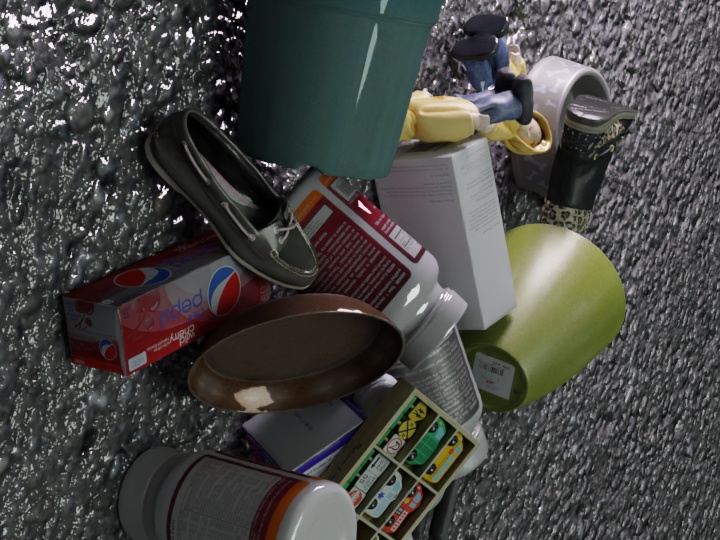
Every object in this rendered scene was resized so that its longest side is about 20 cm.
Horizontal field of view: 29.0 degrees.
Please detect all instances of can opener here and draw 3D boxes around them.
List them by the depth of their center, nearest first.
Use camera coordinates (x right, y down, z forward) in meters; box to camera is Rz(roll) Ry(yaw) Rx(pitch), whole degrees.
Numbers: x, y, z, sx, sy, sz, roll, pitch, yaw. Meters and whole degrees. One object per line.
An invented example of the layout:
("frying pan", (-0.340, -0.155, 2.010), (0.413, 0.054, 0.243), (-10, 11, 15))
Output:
("can opener", (0.080, 0.296, 1.659), (0.067, 0.053, 0.201), (-73, 177, -81))

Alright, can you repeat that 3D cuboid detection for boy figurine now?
("boy figurine", (0.084, -0.174, 1.509), (0.199, 0.124, 0.065), (-11, 116, -22))
("boy figurine", (0.169, -0.203, 1.653), (0.125, 0.064, 0.200), (-62, 140, -30))

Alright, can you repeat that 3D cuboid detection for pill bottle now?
("pill bottle", (-0.111, 0.220, 1.232), (0.109, 0.199, 0.110), (-18, 112, -53))
("pill bottle", (0.000, 0.000, 1.334), (0.200, 0.113, 0.113), (41, 54, -2))
("pill bottle", (0.066, 0.122, 1.504), (0.113, 0.113, 0.201), (-42, 120, -43))

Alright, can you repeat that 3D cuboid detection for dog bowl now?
("dog bowl", (0.269, -0.178, 1.822), (0.200, 0.058, 0.201), (-20, 114, -52))

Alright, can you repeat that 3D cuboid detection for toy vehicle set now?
("toy vehicle set", (0.018, 0.214, 1.359), (0.200, 0.026, 0.124), (-52, 131, -2))

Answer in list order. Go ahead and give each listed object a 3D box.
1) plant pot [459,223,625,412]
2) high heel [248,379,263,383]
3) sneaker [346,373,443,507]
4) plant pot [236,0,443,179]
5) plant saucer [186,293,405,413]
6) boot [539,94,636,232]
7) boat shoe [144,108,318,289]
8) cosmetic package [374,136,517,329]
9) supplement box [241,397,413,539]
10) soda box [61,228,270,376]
("plant pot", (0.189, 0.073, 1.632), (0.200, 0.186, 0.188), (-45, 133, -49))
("high heel", (-0.044, 0.058, 1.361), (0.199, 0.067, 0.097), (-25, 129, -25))
("sneaker", (0.036, 0.169, 1.440), (0.073, 0.071, 0.201), (-27, 127, -10))
("plant pot", (-0.028, -0.195, 1.281), (0.200, 0.200, 0.197), (-6, 111, -55))
("plant saucer", (-0.060, 0.073, 1.259), (0.200, 0.200, 0.035), (33, 37, -54))
("boot", (0.282, -0.136, 1.745), (0.203, 0.073, 0.154), (-26, 132, -65))
("boat shoe", (-0.103, -0.061, 1.223), (0.200, 0.057, 0.067), (43, 42, -16))
("cosmetic package", (0.093, -0.039, 1.529), (0.081, 0.112, 0.201), (-33, 117, -48))
("supplement box", (-0.029, 0.224, 1.416), (0.103, 0.101, 0.201), (-33, 127, -16))
("soda box", (-0.165, 0.024, 1.222), (0.200, 0.070, 0.064), (-28, 120, -50))
